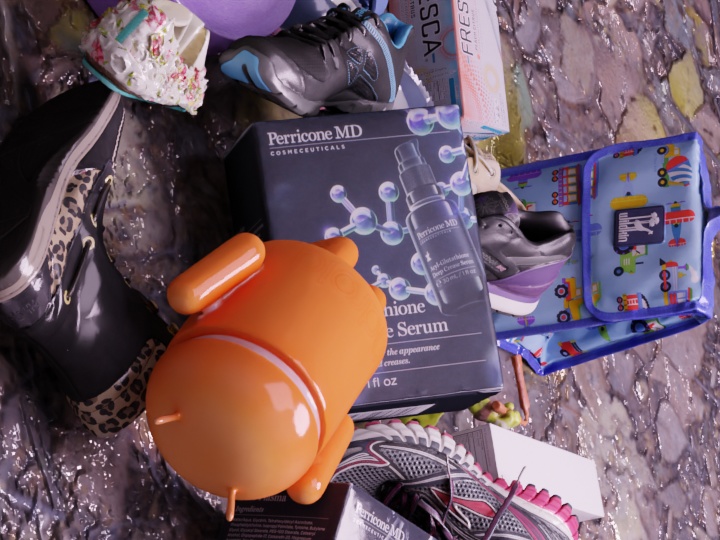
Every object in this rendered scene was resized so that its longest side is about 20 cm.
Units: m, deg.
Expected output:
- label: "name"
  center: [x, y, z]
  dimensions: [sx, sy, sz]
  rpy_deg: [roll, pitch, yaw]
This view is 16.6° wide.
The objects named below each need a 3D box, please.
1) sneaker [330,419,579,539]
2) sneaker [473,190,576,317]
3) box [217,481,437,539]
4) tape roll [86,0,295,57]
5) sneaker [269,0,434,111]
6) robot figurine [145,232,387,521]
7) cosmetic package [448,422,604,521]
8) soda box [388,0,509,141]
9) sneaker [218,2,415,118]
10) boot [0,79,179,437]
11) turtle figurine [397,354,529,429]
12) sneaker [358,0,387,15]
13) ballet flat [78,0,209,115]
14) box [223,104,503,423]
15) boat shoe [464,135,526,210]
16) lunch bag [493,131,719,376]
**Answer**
- label: "sneaker"
  center: [0.062, 0.167, 1.693]
  dimensions: [0.199, 0.081, 0.075]
  rpy_deg: [24, 43, -13]
- label: "sneaker"
  center: [0.067, -0.031, 1.799]
  dimensions: [0.199, 0.088, 0.076]
  rpy_deg: [10, 42, -35]
- label: "box"
  center: [-0.011, 0.255, 1.603]
  dimensions: [0.200, 0.104, 0.183]
  rpy_deg: [37, 60, -44]
- label: "tape roll"
  center: [-0.123, -0.245, 1.690]
  dimensions: [0.200, 0.065, 0.201]
  rpy_deg: [27, 56, -48]
- label: "sneaker"
  center: [-0.016, -0.141, 1.827]
  dimensions: [0.082, 0.070, 0.200]
  rpy_deg: [-57, 136, -12]
- label: "robot figurine"
  center: [-0.059, 0.059, 1.518]
  dimensions: [0.200, 0.116, 0.144]
  rpy_deg: [-55, 161, -44]
- label: "cosmetic package"
  center: [0.104, 0.157, 1.831]
  dimensions: [0.200, 0.082, 0.051]
  rpy_deg: [25, 55, -61]
- label: "soda box"
  center: [0.066, -0.200, 1.953]
  dimensions: [0.068, 0.063, 0.201]
  rpy_deg: [13, 68, -53]
- label: "sneaker"
  center: [-0.029, -0.150, 1.694]
  dimensions: [0.082, 0.073, 0.200]
  rpy_deg: [-63, 158, 12]
- label: "boot"
  center: [-0.167, -0.009, 1.531]
  dimensions: [0.151, 0.073, 0.200]
  rpy_deg: [59, 29, -32]
- label: "turtle figurine"
  center: [0.040, 0.055, 1.818]
  dimensions: [0.200, 0.064, 0.161]
  rpy_deg: [56, 25, -2]
- label: "sneaker"
  center: [-0.015, -0.284, 1.855]
  dimensions: [0.078, 0.070, 0.201]
  rpy_deg: [-26, 97, -49]
- label: "ballet flat"
  center: [-0.125, -0.138, 1.571]
  dimensions: [0.076, 0.064, 0.200]
  rpy_deg: [38, 4, 1]
- label: "box"
  center: [0.000, 0.000, 1.682]
  dimensions: [0.148, 0.107, 0.201]
  rpy_deg: [-7, 81, -15]
- label: "boat shoe"
  center: [0.070, -0.074, 1.866]
  dimensions: [0.072, 0.065, 0.200]
  rpy_deg: [61, 8, 34]
- label: "lunch bag"
  center: [0.205, -0.017, 1.964]
  dimensions: [0.094, 0.200, 0.151]
  rpy_deg: [30, 54, -48]
